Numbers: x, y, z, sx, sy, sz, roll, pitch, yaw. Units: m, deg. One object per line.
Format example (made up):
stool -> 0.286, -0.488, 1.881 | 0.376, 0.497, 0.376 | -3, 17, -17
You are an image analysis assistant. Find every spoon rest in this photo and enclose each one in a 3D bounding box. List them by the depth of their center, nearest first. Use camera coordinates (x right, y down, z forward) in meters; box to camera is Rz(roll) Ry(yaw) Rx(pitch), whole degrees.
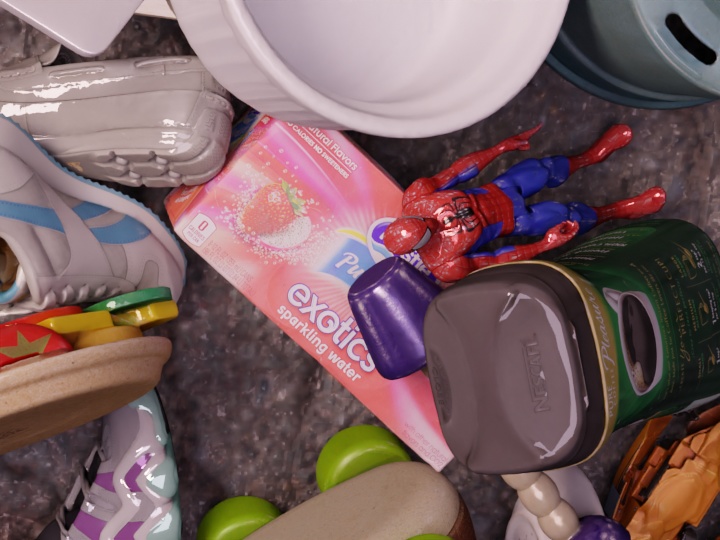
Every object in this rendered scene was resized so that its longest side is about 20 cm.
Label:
spoon rest -> 0.111, 0.201, 1.330 | 0.060, 0.099, 0.201 | -1, 116, -22

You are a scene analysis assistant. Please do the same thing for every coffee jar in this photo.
coffee jar -> 0.112, 0.037, 1.174 | 0.085, 0.200, 0.105 | -10, 93, 34

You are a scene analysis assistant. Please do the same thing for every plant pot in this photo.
plant pot -> 0.185, -0.171, 1.207 | 0.200, 0.196, 0.201 | -2, 101, -9

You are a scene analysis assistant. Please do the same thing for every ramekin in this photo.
ramekin -> -0.002, -0.162, 1.156 | 0.200, 0.098, 0.201 | 1, 87, -28

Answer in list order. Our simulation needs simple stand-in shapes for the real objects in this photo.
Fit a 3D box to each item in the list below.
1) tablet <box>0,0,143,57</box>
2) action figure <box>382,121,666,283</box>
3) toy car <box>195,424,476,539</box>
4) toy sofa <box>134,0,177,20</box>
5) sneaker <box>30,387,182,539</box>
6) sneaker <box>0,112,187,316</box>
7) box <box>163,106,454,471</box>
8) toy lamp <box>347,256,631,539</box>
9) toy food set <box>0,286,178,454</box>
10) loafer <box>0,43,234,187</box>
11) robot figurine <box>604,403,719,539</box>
tablet -> -0.135, -0.210, 1.183 | 0.130, 0.014, 0.200 | 31, 63, 3
action figure -> 0.083, -0.036, 1.231 | 0.200, 0.052, 0.066 | -18, 82, -42
toy car -> 0.018, 0.217, 1.287 | 0.158, 0.164, 0.200 | -31, 116, -1
toy sofa -> -0.138, -0.172, 1.219 | 0.199, 0.083, 0.098 | 6, 101, -9
sneaker -> -0.169, 0.155, 1.280 | 0.139, 0.078, 0.201 | -3, 101, -8
sneaker -> -0.166, -0.010, 1.209 | 0.200, 0.076, 0.081 | 33, 56, -49
box -> 0.000, 0.000, 1.265 | 0.200, 0.095, 0.103 | 44, 92, -13
toy lamp -> 0.065, 0.079, 1.211 | 0.058, 0.058, 0.200 | -38, 103, 1
toy food set -> -0.190, 0.063, 1.185 | 0.200, 0.198, 0.049 | -25, 81, 33
loafer -> -0.162, -0.085, 1.227 | 0.199, 0.070, 0.070 | 3, 68, 13
robot figurine -> 0.219, 0.111, 1.336 | 0.145, 0.058, 0.200 | 32, 96, -13
